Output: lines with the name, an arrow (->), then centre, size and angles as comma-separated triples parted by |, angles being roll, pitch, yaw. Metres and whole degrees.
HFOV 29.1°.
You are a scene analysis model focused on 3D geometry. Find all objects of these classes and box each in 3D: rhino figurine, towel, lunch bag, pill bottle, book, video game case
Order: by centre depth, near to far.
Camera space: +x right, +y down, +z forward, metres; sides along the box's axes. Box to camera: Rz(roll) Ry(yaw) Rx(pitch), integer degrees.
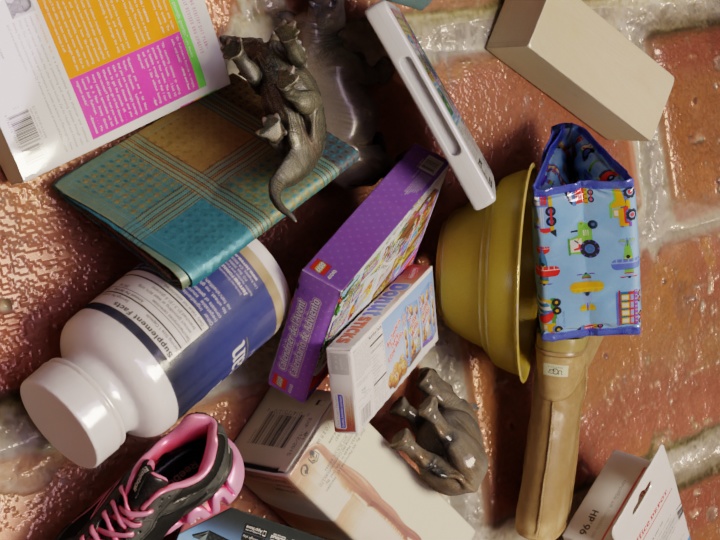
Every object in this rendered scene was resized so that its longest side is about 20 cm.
pill bottle -> -0.156, 0.056, 1.053 | 0.200, 0.111, 0.111 | -42, 115, -32
book -> -0.204, -0.166, 1.059 | 0.200, 0.048, 0.134 | -31, 108, -34
towel -> -0.117, -0.074, 1.083 | 0.200, 0.147, 0.022 | -38, 152, -35
video game case -> 0.063, -0.144, 1.186 | 0.024, 0.200, 0.182 | -29, 96, 9
rhino figurine -> -0.018, -0.165, 1.195 | 0.087, 0.060, 0.200 | -25, 103, -41
rhino figurine -> 0.072, 0.136, 1.221 | 0.060, 0.200, 0.087 | -42, 99, 12
lunch bag -> 0.207, -0.045, 1.317 | 0.200, 0.094, 0.151 | -81, 165, -67

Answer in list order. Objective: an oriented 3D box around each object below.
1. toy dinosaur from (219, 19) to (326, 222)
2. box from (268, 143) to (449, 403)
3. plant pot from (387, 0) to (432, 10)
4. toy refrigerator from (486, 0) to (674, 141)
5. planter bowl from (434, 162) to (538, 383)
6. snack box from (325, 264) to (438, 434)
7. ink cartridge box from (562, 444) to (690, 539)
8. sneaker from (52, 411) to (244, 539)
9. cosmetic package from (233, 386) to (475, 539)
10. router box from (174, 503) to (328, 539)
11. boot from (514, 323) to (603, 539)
toy dinosaur -> -0.054, -0.126, 1.067 | 0.200, 0.077, 0.102 | 66, 10, 25
box -> 0.000, 0.000, 1.148 | 0.200, 0.039, 0.137 | -50, 164, -45
plant pot -> -0.010, -0.352, 1.112 | 0.199, 0.196, 0.197 | 4, 68, -22
toy refrigerator -> 0.222, -0.209, 1.400 | 0.200, 0.070, 0.076 | 28, 78, -35
planter bowl -> 0.115, 0.000, 1.272 | 0.200, 0.083, 0.201 | 3, 90, -78
snack box -> 0.022, 0.061, 1.153 | 0.200, 0.024, 0.072 | -42, 130, -61
ink cartridge box -> 0.268, 0.264, 1.391 | 0.116, 0.068, 0.200 | -52, 139, -28
sneaker -> -0.168, 0.178, 1.021 | 0.079, 0.095, 0.200 | 37, 63, 16
cosmetic package -> -0.008, 0.193, 1.180 | 0.200, 0.103, 0.087 | 46, 63, -27
router box -> -0.066, 0.279, 1.088 | 0.200, 0.062, 0.150 | 18, 75, 1
boot -> 0.195, 0.143, 1.370 | 0.175, 0.066, 0.201 | -27, 123, -64
